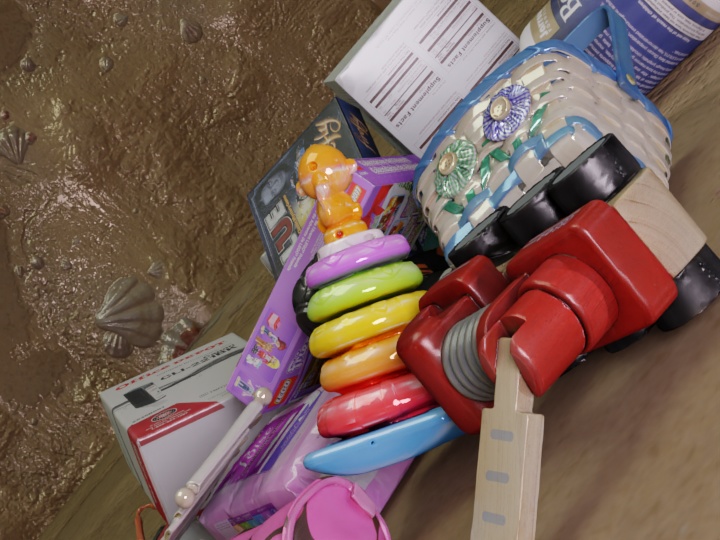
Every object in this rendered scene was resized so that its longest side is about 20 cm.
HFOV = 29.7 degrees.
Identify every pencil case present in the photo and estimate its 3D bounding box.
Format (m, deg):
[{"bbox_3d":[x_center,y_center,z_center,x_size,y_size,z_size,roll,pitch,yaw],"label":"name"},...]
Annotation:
[{"bbox_3d":[-0.054,0.192,0.856,0.094,0.091,0.200,-46,6,-39],"label":"pencil case"}]

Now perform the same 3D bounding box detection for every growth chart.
[{"bbox_3d":[-0.129,0.180,0.975,0.201,0.018,0.145,-57,-3,32],"label":"growth chart"}]

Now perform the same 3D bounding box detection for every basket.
[{"bbox_3d":[0.122,-0.078,0.912,0.176,0.139,0.201,-47,18,25],"label":"basket"}]

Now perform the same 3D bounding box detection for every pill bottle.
[{"bbox_3d":[0.198,-0.186,1.096,0.200,0.111,0.111,-45,9,30],"label":"pill bottle"}]

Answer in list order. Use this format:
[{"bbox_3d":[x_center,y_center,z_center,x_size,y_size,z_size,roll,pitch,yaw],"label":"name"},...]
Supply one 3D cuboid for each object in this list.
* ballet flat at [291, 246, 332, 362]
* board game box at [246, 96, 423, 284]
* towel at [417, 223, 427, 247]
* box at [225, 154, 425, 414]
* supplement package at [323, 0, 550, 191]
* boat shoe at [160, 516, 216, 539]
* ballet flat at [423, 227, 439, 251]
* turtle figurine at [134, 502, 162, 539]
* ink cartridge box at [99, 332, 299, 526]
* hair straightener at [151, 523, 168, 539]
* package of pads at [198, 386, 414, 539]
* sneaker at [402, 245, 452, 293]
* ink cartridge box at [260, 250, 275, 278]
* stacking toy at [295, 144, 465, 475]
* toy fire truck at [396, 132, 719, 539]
[{"bbox_3d":[0.001,0.054,0.994,0.201,0.066,0.057,66,-139,-57],"label":"ballet flat"},{"bbox_3d":[-0.026,-0.038,1.196,0.136,0.034,0.201,-45,45,24],"label":"board game box"},{"bbox_3d":[0.000,0.000,1.196,0.144,0.024,0.202,4,76,48],"label":"towel"},{"bbox_3d":[-0.017,0.008,1.047,0.137,0.039,0.201,-13,-46,-63],"label":"box"},{"bbox_3d":[0.087,-0.169,1.312,0.147,0.200,0.191,-48,9,2],"label":"supplement package"},{"bbox_3d":[-0.137,0.230,1.170,0.201,0.071,0.070,-45,8,24],"label":"boat shoe"},{"bbox_3d":[0.032,0.020,1.274,0.200,0.071,0.071,-50,8,8],"label":"ballet flat"},{"bbox_3d":[-0.137,0.206,1.311,0.161,0.065,0.200,-40,-1,11],"label":"turtle figurine"},{"bbox_3d":[-0.136,0.133,1.195,0.143,0.085,0.200,-24,13,-16],"label":"ink cartridge box"},{"bbox_3d":[-0.197,0.267,1.428,0.077,0.041,0.201,-44,16,40],"label":"hair straightener"},{"bbox_3d":[-0.034,0.145,0.985,0.121,0.076,0.200,-51,8,-28],"label":"package of pads"},{"bbox_3d":[0.045,0.032,0.988,0.089,0.071,0.200,-19,11,14],"label":"sneaker"},{"bbox_3d":[0.003,-0.034,1.357,0.147,0.083,0.200,-47,-12,12],"label":"ink cartridge box"},{"bbox_3d":[0.003,0.017,0.846,0.115,0.202,0.109,-22,-6,26],"label":"stacking toy"},{"bbox_3d":[0.079,0.056,0.699,0.200,0.129,0.176,-43,4,-28],"label":"toy fire truck"}]
